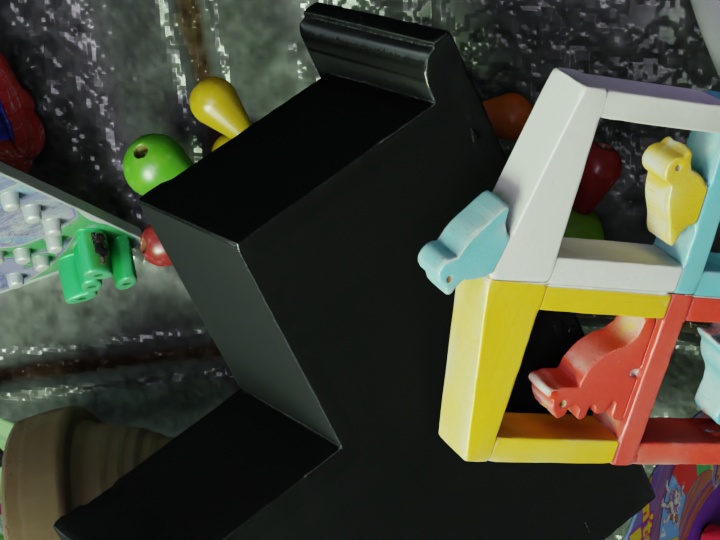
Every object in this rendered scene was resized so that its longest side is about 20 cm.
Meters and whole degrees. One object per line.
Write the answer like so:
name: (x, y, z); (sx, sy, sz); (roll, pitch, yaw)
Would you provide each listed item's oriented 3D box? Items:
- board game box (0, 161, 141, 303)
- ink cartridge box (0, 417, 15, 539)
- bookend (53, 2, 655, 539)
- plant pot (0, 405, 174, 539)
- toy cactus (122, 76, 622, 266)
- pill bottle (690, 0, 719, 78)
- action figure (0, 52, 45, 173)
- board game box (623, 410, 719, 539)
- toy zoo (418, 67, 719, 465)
board game box: (-0.215, 0.005, 0.804); (0.200, 0.200, 0.026); (-18, 73, 17)
ink cartridge box: (-0.161, 0.162, 0.897); (0.059, 0.104, 0.200); (-26, 108, -25)
bookend: (-0.028, 0.049, 0.686); (0.200, 0.092, 0.199); (-37, 119, -18)
plant pot: (-0.071, 0.144, 0.832); (0.093, 0.201, 0.201); (-17, 107, 2)
toy cactus: (0.000, 0.000, 0.818); (0.200, 0.102, 0.165); (3, 122, 1)
pill bottle: (0.218, -0.120, 0.701); (0.200, 0.112, 0.113); (-19, 105, 19)
action figure: (-0.188, -0.096, 0.841); (0.065, 0.052, 0.200); (-24, 106, 17)
board game box: (0.149, 0.153, 0.783); (0.039, 0.158, 0.200); (5, 101, 32)
toy zoo: (0.105, 0.004, 0.669); (0.200, 0.020, 0.131); (4, 113, -31)
